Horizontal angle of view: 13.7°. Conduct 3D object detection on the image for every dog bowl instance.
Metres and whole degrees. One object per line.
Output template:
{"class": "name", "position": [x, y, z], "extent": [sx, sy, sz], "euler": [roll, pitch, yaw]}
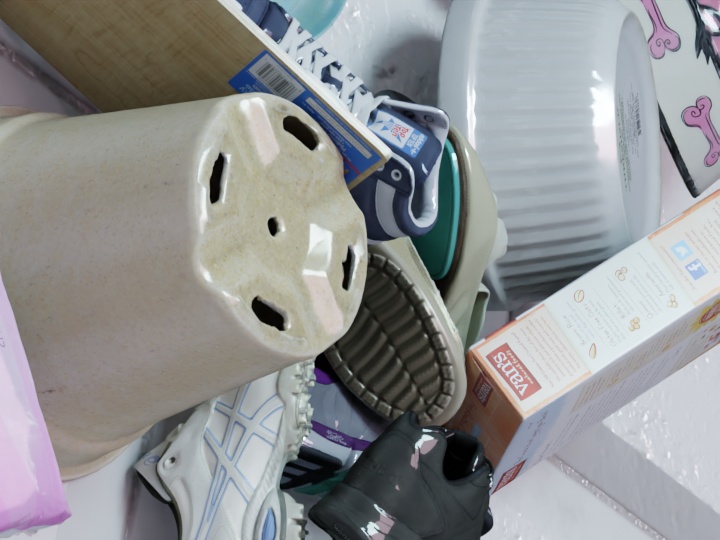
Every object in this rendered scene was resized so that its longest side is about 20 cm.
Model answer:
{"class": "dog bowl", "position": [0.215, -0.154, 1.984], "extent": [0.200, 0.073, 0.201], "euler": [-23, 90, -82]}

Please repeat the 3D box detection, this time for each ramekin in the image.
{"class": "ramekin", "position": [0.120, -0.078, 1.827], "extent": [0.200, 0.104, 0.201], "euler": [-4, 90, -74]}

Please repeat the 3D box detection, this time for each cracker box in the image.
{"class": "cracker box", "position": [0.142, 0.043, 1.760], "extent": [0.199, 0.134, 0.058], "euler": [-32, 75, -22]}

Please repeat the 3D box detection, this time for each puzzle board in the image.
{"class": "puzzle board", "position": [-0.088, -0.102, 1.543], "extent": [0.200, 0.151, 0.017], "euler": [42, 57, -8]}

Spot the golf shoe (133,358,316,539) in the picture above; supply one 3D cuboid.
{"class": "golf shoe", "position": [-0.073, 0.089, 1.594], "extent": [0.078, 0.097, 0.201], "euler": [80, 14, -72]}

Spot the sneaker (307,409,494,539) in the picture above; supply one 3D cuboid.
{"class": "sneaker", "position": [0.043, 0.134, 1.633], "extent": [0.091, 0.076, 0.200], "euler": [-55, 159, -4]}

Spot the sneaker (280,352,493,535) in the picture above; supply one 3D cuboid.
{"class": "sneaker", "position": [0.008, 0.094, 1.718], "extent": [0.200, 0.074, 0.088], "euler": [29, 51, -44]}

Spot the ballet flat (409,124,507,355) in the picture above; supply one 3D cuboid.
{"class": "ballet flat", "position": [0.051, 0.000, 1.738], "extent": [0.069, 0.069, 0.201], "euler": [-34, 145, -51]}

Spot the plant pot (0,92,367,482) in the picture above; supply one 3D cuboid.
{"class": "plant pot", "position": [-0.104, -0.004, 1.512], "extent": [0.200, 0.183, 0.202], "euler": [20, 64, -48]}

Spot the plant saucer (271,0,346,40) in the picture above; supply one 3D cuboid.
{"class": "plant saucer", "position": [-0.074, -0.224, 1.748], "extent": [0.200, 0.027, 0.201], "euler": [21, 62, -47]}

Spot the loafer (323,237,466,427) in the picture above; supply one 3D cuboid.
{"class": "loafer", "position": [0.000, 0.000, 1.696], "extent": [0.200, 0.076, 0.068], "euler": [56, 24, 10]}

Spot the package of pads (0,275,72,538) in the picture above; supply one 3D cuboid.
{"class": "package of pads", "position": [-0.223, 0.045, 1.413], "extent": [0.120, 0.076, 0.201], "euler": [-17, 92, -34]}

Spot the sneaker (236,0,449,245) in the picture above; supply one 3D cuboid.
{"class": "sneaker", "position": [-0.022, -0.094, 1.586], "extent": [0.070, 0.108, 0.201], "euler": [-61, 137, -45]}

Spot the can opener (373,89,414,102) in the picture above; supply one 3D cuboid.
{"class": "can opener", "position": [-0.013, -0.089, 1.779], "extent": [0.200, 0.053, 0.067], "euler": [26, 27, -45]}
